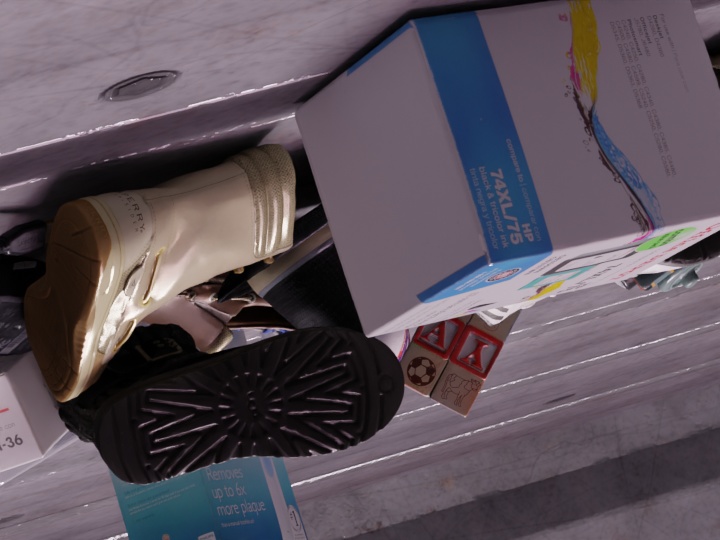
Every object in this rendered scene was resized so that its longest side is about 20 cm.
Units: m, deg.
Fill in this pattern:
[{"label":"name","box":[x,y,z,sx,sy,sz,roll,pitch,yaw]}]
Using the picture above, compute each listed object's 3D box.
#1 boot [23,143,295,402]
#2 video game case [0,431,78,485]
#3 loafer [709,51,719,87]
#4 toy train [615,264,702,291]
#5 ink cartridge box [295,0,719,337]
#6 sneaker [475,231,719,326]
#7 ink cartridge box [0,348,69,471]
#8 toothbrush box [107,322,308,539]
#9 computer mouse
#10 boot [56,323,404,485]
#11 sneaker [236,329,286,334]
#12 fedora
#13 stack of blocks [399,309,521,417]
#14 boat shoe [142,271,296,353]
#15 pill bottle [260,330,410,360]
[{"label":"boot","box":[-0.124,0.000,1.586,0.155,0.073,0.200,-22,155,-28]},{"label":"video game case","box":[-0.227,0.099,1.870,0.182,0.022,0.200,-31,-166,-25]},{"label":"loafer","box":[0.198,-0.096,1.726,0.200,0.076,0.067,-35,162,29]},{"label":"toy train","box":[0.264,-0.059,1.908,0.200,0.085,0.114,-36,164,5]},{"label":"ink cartridge box","box":[0.096,-0.065,1.484,0.199,0.147,0.147,-12,169,-32]},{"label":"sneaker","box":[0.139,-0.018,1.652,0.200,0.076,0.115,-6,164,-33]},{"label":"ink cartridge box","box":[-0.252,0.091,1.744,0.116,0.068,0.200,-19,-168,24]},{"label":"toothbrush box","box":[-0.134,0.142,2.041,0.085,0.201,0.146,-23,168,23]},{"label":"computer mouse","box":[-0.228,0.002,1.608,0.140,0.046,0.200,-42,161,29]},{"label":"boot","box":[-0.088,0.075,1.662,0.210,0.080,0.158,-9,-172,-12]},{"label":"sneaker","box":[-0.047,0.024,1.883,0.199,0.089,0.075,-17,172,4]},{"label":"fedora","box":[0.000,0.000,1.695,0.200,0.092,0.201,-34,177,-2]},{"label":"stack of blocks","box":[0.075,0.038,1.832,0.116,0.058,0.200,-62,178,1]},{"label":"boat shoe","box":[-0.109,0.022,1.773,0.201,0.075,0.075,-6,165,-32]},{"label":"pill bottle","box":[-0.017,0.053,2.015,0.112,0.113,0.200,-18,170,0]}]
